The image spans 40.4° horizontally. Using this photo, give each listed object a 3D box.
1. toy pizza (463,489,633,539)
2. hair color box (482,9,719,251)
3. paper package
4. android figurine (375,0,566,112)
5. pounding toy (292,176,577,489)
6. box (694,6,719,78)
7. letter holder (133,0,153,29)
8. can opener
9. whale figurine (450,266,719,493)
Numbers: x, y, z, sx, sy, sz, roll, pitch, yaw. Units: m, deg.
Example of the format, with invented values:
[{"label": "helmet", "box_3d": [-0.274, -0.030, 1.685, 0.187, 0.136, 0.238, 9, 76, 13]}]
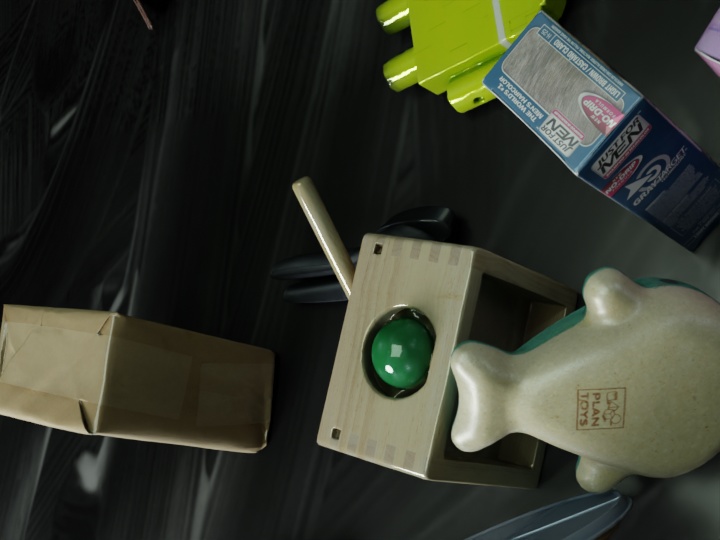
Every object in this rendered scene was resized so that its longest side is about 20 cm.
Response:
[{"label": "toy pizza", "box_3d": [0.093, 0.200, 0.654, 0.200, 0.200, 0.032, -29, 79, 30]}, {"label": "hair color box", "box_3d": [0.176, -0.087, 0.654, 0.061, 0.199, 0.100, -50, 54, 17]}, {"label": "paper package", "box_3d": [-0.215, 0.103, 0.918, 0.190, 0.199, 0.104, 1, 78, 40]}, {"label": "android figurine", "box_3d": [0.103, -0.235, 0.856, 0.199, 0.041, 0.183, -22, 65, 33]}, {"label": "pounding toy", "box_3d": [0.044, 0.049, 0.724, 0.142, 0.199, 0.185, 9, 84, 40]}, {"label": "box", "box_3d": [0.319, -0.168, 0.578, 0.097, 0.175, 0.201, 38, 103, 38]}, {"label": "letter holder", "box_3d": [-0.262, -0.405, 1.168, 0.100, 0.142, 0.201, -27, 56, -6]}, {"label": "can opener", "box_3d": [0.000, 0.000, 0.874, 0.199, 0.079, 0.064, -18, 107, 38]}, {"label": "whale figurine", "box_3d": [0.154, 0.069, 0.654, 0.104, 0.198, 0.160, -106, 11, -69]}]
